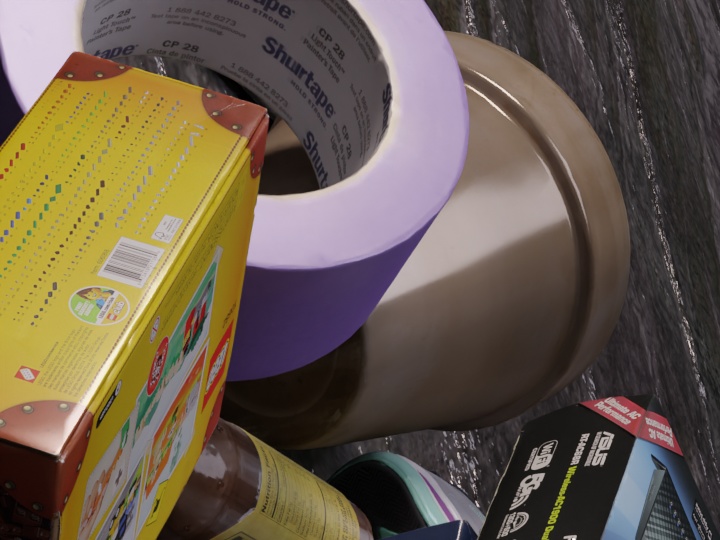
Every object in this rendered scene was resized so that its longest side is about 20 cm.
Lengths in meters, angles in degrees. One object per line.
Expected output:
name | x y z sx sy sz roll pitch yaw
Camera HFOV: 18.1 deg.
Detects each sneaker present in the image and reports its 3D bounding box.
sneaker | 0.055 0.184 1.081 0.140 0.077 0.201 16 57 -64

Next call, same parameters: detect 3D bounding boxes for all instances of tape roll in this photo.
tape roll | -0.062 -0.061 0.921 0.199 0.085 0.201 13 51 -17

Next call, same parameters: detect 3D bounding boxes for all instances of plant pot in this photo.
plant pot | 0.000 0.000 1.067 0.173 0.199 0.201 -26 96 -52

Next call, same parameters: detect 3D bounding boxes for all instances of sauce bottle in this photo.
sauce bottle | -0.065 0.095 0.956 0.200 0.064 0.065 38 38 -51

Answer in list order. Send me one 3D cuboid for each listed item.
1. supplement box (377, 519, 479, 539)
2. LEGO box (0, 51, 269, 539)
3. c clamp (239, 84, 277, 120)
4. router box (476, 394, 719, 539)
supplement box | 0.008 0.243 0.867 0.200 0.134 0.200 57 33 -29
LEGO box | -0.103 0.045 0.749 0.200 0.077 0.149 -64 169 -53
c clamp | -0.060 -0.165 1.250 0.200 0.027 0.171 50 29 -42
router box | 0.110 0.171 0.878 0.201 0.062 0.150 63 30 -21
